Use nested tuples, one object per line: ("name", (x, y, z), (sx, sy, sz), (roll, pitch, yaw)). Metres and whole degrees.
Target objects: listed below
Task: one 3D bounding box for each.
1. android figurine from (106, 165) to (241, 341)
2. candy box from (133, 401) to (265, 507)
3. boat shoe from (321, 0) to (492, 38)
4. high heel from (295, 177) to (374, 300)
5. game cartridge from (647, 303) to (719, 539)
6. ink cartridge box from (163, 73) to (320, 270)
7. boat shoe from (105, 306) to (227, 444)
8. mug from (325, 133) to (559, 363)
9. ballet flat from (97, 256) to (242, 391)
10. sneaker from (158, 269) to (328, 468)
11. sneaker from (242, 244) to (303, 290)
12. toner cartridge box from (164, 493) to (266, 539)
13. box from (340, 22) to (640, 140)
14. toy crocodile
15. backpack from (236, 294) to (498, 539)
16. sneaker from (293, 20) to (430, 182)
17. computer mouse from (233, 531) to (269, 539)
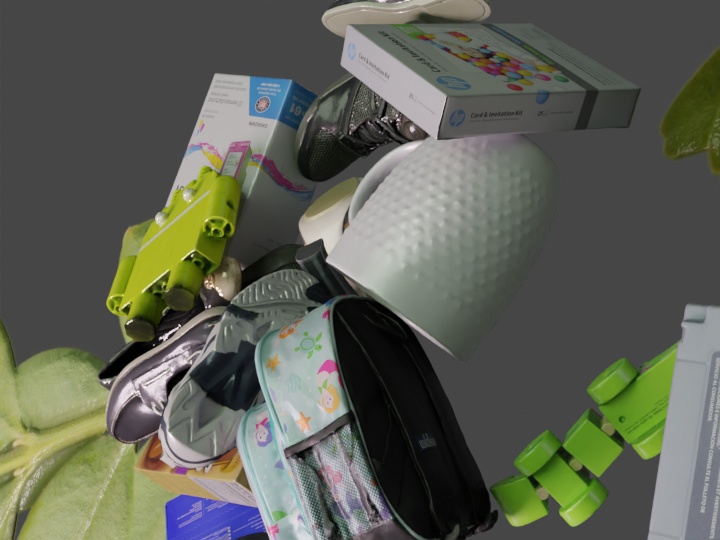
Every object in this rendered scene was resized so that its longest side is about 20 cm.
("android figurine", (-0.179, -0.026, 1.100), (0.182, 0.041, 0.200), (-35, 32, 33))
("candy box", (-0.125, 0.157, 1.065), (0.200, 0.056, 0.117), (-7, 48, 51))
("boat shoe", (0.048, -0.280, 1.129), (0.199, 0.074, 0.066), (-3, 68, 43))
("high heel", (0.000, 0.000, 1.076), (0.071, 0.143, 0.200), (-21, 23, 23))
("game cartridge", (0.266, 0.127, 0.735), (0.133, 0.041, 0.201), (6, 80, 34))
("ink cartridge box", (-0.122, -0.103, 1.209), (0.144, 0.084, 0.201), (14, 84, 47))
("boat shoe", (-0.179, 0.114, 1.059), (0.200, 0.073, 0.063), (-41, 34, 26))
("mug", (0.066, -0.046, 0.954), (0.176, 0.148, 0.200), (-54, 42, -2))
("ballet flat", (-0.182, 0.061, 1.087), (0.200, 0.057, 0.067), (-47, 51, 24))
("sneaker", (-0.109, 0.092, 0.958), (0.200, 0.079, 0.130), (-62, 10, -30))
("sneaker", (-0.116, 0.067, 1.122), (0.199, 0.076, 0.115), (-30, 47, 25))
("toner cartridge box", (-0.107, 0.237, 1.073), (0.200, 0.043, 0.095), (-31, 53, 32))
("box", (0.106, -0.162, 0.930), (0.156, 0.199, 0.041), (46, 135, 46))
("toy crocodile", (0.178, 0.124, 0.834), (0.068, 0.062, 0.200), (45, 107, 4))
("backpack", (-0.003, 0.124, 0.854), (0.150, 0.177, 0.201), (-24, 77, 23))
("sneaker", (0.014, -0.144, 1.098), (0.199, 0.076, 0.114), (-40, 42, 18))
("computer mouse", (-0.110, 0.267, 0.991), (0.200, 0.138, 0.053), (-24, 57, 36))
